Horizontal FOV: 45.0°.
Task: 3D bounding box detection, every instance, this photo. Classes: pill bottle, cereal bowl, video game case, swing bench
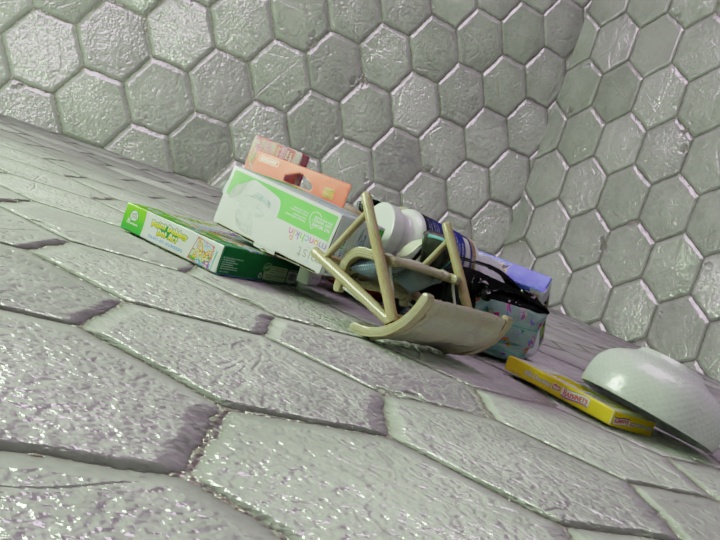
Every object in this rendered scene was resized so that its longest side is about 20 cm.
[{"bbox_3d":[0.098,-0.034,1.473,0.198,0.117,0.115,24,1,-35],"label":"pill bottle"},{"bbox_3d":[0.410,0.164,1.194,0.198,0.084,0.200,30,-2,1],"label":"cereal bowl"},{"bbox_3d":[0.262,0.054,1.673,0.197,0.046,0.183,22,-37,23],"label":"video game case"},{"bbox_3d":[0.069,0.026,1.172,0.197,0.130,0.202,17,35,-47],"label":"swing bench"}]

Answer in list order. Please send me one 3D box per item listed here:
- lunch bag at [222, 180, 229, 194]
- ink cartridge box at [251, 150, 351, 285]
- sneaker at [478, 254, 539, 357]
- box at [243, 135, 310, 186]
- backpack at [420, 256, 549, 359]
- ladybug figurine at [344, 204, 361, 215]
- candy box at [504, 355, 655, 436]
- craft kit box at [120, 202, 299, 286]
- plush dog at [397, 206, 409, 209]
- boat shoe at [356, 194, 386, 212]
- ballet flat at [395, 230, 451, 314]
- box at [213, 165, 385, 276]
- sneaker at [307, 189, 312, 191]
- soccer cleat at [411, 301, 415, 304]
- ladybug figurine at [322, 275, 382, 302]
[{"bbox_3d":[-0.187,-0.116,1.845,0.168,0.129,0.200,23,-6,27],"label":"lunch bag"},{"bbox_3d":[-0.132,-0.092,1.459,0.197,0.179,0.045,21,5,23],"label":"ink cartridge box"},{"bbox_3d":[0.242,0.078,1.588,0.075,0.202,0.114,-24,-9,-37],"label":"sneaker"},{"bbox_3d":[-0.173,-0.130,1.567,0.093,0.203,0.103,21,6,2],"label":"box"},{"bbox_3d":[0.199,0.066,1.397,0.197,0.128,0.167,19,16,-27],"label":"backpack"},{"bbox_3d":[-0.071,-0.062,1.633,0.135,0.073,0.199,35,-35,-28],"label":"ladybug figurine"},{"bbox_3d":[0.302,0.173,1.212,0.101,0.027,0.199,22,3,-38],"label":"candy box"},{"bbox_3d":[-0.218,-0.037,1.291,0.195,0.049,0.199,20,3,28],"label":"craft kit box"},{"bbox_3d":[0.075,-0.014,1.713,0.158,0.204,0.171,-19,11,-23],"label":"plush dog"},{"bbox_3d":[0.029,-0.114,1.687,0.072,0.070,0.201,56,-4,-23],"label":"boat shoe"},{"bbox_3d":[0.077,-0.002,1.369,0.068,0.200,0.069,26,46,-12],"label":"ballet flat"},{"bbox_3d":[-0.091,-0.067,1.319,0.198,0.098,0.176,26,6,23],"label":"box"},{"bbox_3d":[-0.063,-0.113,1.786,0.074,0.115,0.201,-18,-18,-13],"label":"sneaker"},{"bbox_3d":[0.157,0.076,1.550,0.085,0.071,0.198,-11,25,-43],"label":"soccer cleat"},{"bbox_3d":[0.000,0.000,1.517,0.198,0.072,0.136,25,19,-26],"label":"ladybug figurine"}]
